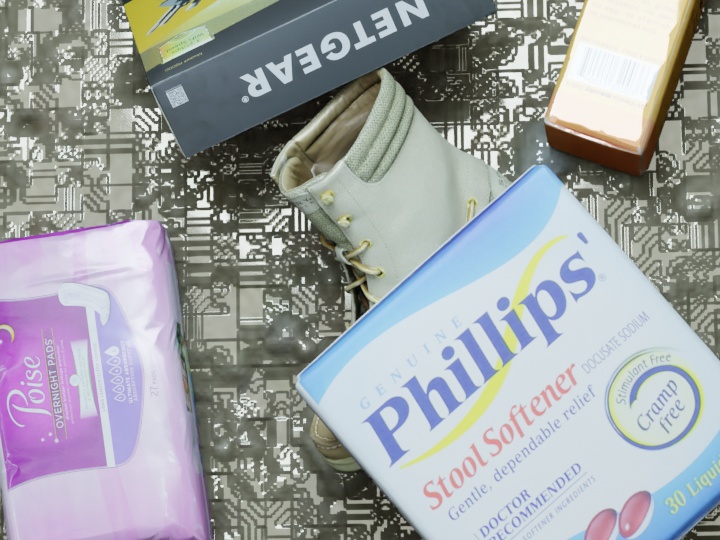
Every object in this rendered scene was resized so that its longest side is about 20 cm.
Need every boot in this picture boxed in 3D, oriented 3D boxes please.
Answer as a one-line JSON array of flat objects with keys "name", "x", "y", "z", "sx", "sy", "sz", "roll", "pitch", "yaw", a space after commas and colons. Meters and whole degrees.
[{"name": "boot", "x": 0.000, "y": 0.000, "z": 1.552, "sx": 0.072, "sy": 0.155, "sz": 0.201, "roll": 20, "pitch": 74, "yaw": 51}]

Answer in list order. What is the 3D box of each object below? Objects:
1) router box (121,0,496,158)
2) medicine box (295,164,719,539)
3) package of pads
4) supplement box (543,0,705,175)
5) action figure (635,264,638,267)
[{"name": "router box", "x": -0.034, "y": -0.157, "z": 1.579, "sx": 0.199, "sy": 0.157, "sz": 0.052, "roll": -25, "pitch": 118, "yaw": 0}, {"name": "medicine box", "x": 0.096, "y": 0.078, "z": 1.469, "sx": 0.182, "sy": 0.103, "sz": 0.200, "roll": -42, "pitch": 85, "yaw": -1}, {"name": "package of pads", "x": -0.159, "y": 0.077, "z": 1.592, "sx": 0.120, "sy": 0.076, "sz": 0.201, "roll": -9, "pitch": 81, "yaw": 1}, {"name": "supplement box", "x": 0.170, "y": -0.164, "z": 1.609, "sx": 0.068, "sy": 0.067, "sz": 0.201, "roll": 20, "pitch": 83, "yaw": 10}, {"name": "action figure", "x": 0.150, "y": 0.088, "z": 1.557, "sx": 0.199, "sy": 0.105, "sz": 0.195, "roll": 4, "pitch": 92, "yaw": 8}]
